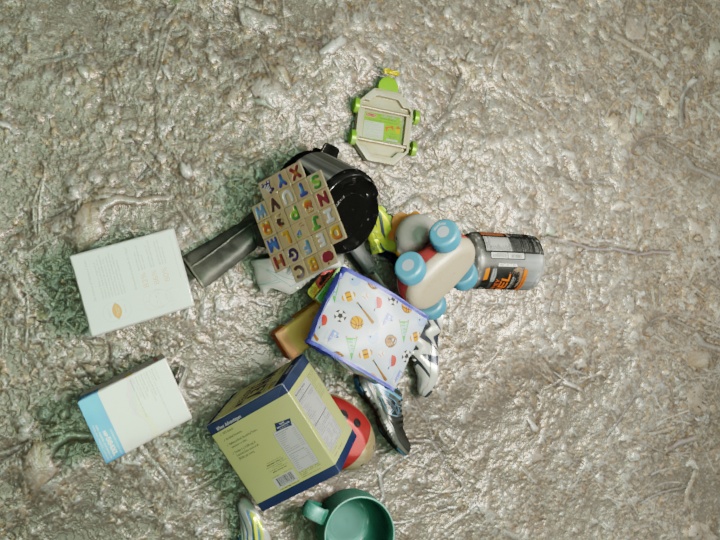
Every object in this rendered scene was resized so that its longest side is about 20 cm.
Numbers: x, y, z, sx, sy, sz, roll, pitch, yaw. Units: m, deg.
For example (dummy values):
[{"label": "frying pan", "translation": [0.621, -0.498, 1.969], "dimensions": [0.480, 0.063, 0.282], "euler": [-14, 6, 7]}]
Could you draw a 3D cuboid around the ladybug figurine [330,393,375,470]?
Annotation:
[{"label": "ladybug figurine", "translation": [-0.049, 0.335, 1.611], "dimensions": [0.198, 0.072, 0.137], "euler": [35, 78, -13]}]

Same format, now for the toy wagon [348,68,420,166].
[{"label": "toy wagon", "translation": [0.054, -0.333, 1.691], "dimensions": [0.151, 0.039, 0.206], "euler": [8, 85, -18]}]

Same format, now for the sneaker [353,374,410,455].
[{"label": "sneaker", "translation": [0.065, 0.295, 1.649], "dimensions": [0.081, 0.073, 0.203], "euler": [-30, 97, -17]}]

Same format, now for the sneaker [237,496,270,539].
[{"label": "sneaker", "translation": [-0.224, 0.559, 1.544], "dimensions": [0.103, 0.076, 0.204], "euler": [-23, 95, -16]}]

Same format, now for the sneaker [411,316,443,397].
[{"label": "sneaker", "translation": [0.105, 0.165, 1.670], "dimensions": [0.126, 0.080, 0.205], "euler": [6, 100, -3]}]

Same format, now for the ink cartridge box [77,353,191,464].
[{"label": "ink cartridge box", "translation": [-0.412, 0.249, 1.469], "dimensions": [0.197, 0.128, 0.128], "euler": [-25, 95, -16]}]

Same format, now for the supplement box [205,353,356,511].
[{"label": "supplement box", "translation": [-0.149, 0.311, 1.502], "dimensions": [0.198, 0.134, 0.202], "euler": [-30, 98, 21]}]

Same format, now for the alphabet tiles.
[{"label": "alphabet tiles", "translation": [-0.117, -0.090, 1.457], "dimensions": [0.164, 0.006, 0.204], "euler": [-23, 86, 22]}]

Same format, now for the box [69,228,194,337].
[{"label": "box", "translation": [-0.434, 0.022, 1.483], "dimensions": [0.196, 0.106, 0.156], "euler": [-16, 93, -18]}]

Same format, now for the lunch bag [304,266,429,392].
[{"label": "lunch bag", "translation": [0.004, 0.111, 1.519], "dimensions": [0.198, 0.123, 0.173], "euler": [31, 78, -22]}]

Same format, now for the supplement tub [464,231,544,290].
[{"label": "supplement tub", "translation": [0.293, -0.021, 1.710], "dimensions": [0.195, 0.122, 0.126], "euler": [2, 87, -17]}]

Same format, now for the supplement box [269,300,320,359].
[{"label": "supplement box", "translation": [-0.088, 0.099, 1.613], "dimensions": [0.198, 0.069, 0.067], "euler": [-35, 98, -14]}]

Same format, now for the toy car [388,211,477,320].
[{"label": "toy car", "translation": [0.116, -0.039, 1.588], "dimensions": [0.176, 0.200, 0.185], "euler": [-41, 143, -3]}]

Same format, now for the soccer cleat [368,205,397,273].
[{"label": "soccer cleat", "translation": [0.039, -0.081, 1.662], "dimensions": [0.084, 0.065, 0.200], "euler": [-45, 101, -12]}]

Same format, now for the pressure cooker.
[{"label": "pressure cooker", "translation": [-0.080, -0.141, 1.562], "dimensions": [0.174, 0.199, 0.182], "euler": [-33, 132, -23]}]

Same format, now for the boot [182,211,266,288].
[{"label": "boot", "translation": [-0.236, -0.034, 1.529], "dimensions": [0.198, 0.181, 0.074], "euler": [-32, 129, -23]}]

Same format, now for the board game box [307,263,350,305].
[{"label": "board game box", "translation": [-0.008, 0.074, 1.594], "dimensions": [0.199, 0.030, 0.096], "euler": [41, 75, -8]}]

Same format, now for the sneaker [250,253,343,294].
[{"label": "sneaker", "translation": [-0.123, 0.001, 1.578], "dimensions": [0.195, 0.070, 0.082], "euler": [-6, 100, 18]}]

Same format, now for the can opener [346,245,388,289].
[{"label": "can opener", "translation": [0.000, 0.000, 1.651], "dimensions": [0.067, 0.053, 0.201], "euler": [-40, 98, -16]}]

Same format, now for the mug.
[{"label": "mug", "translation": [-0.024, 0.512, 1.589], "dimensions": [0.150, 0.114, 0.188], "euler": [-31, 96, -16]}]
